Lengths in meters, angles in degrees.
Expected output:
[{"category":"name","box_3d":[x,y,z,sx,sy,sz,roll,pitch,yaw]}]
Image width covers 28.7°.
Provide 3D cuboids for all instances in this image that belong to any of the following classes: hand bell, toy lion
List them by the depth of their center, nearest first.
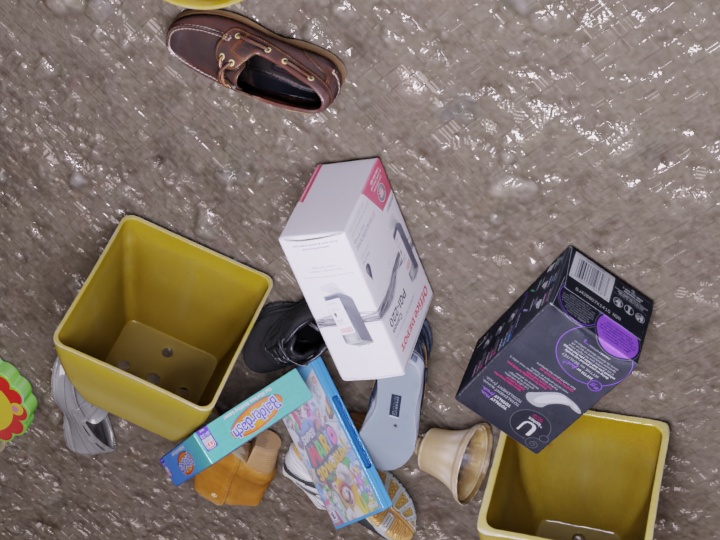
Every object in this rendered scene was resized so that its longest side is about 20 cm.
[{"category":"hand bell","box_3d":[0.055,0.215,1.764,0.199,0.104,0.105,15,133,26]},{"category":"toy lion","box_3d":[-0.560,0.183,1.991,0.199,0.069,0.193,26,126,0]}]

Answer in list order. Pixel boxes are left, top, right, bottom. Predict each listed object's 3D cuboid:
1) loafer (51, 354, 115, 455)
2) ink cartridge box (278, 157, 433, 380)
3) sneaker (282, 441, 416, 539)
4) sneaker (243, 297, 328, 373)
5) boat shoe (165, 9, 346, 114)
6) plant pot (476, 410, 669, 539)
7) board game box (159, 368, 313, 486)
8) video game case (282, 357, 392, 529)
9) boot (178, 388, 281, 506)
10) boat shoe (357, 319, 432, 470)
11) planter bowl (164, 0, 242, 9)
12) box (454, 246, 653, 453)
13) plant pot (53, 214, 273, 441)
[{"category":"loafer","box_3d":[-0.371,0.176,1.903,0.069,0.070,0.201,7,138,9]},{"category":"ink cartridge box","box_3d":[0.000,0.000,1.550,0.084,0.146,0.201,-5,126,24]},{"category":"sneaker","box_3d":[-0.015,0.292,1.859,0.200,0.076,0.088,40,138,0]},{"category":"sneaker","box_3d":[-0.081,0.080,1.688,0.076,0.091,0.200,40,132,-16]},{"category":"boat shoe","box_3d":[-0.116,-0.217,1.469,0.198,0.071,0.071,16,133,10]},{"category":"plant pot","box_3d":[0.253,0.301,1.679,0.194,0.195,0.201,9,139,14]},{"category":"board game box","box_3d":[-0.155,0.195,1.725,0.045,0.152,0.200,57,156,4]},{"category":"video game case","box_3d":[-0.040,0.215,1.741,0.201,0.018,0.143,64,149,6]},{"category":"boot","box_3d":[-0.210,0.246,1.890,0.200,0.071,0.145,23,130,-4]},{"category":"boat shoe","box_3d":[0.049,0.148,1.691,0.070,0.091,0.201,16,131,5]},{"category":"planter bowl","box_3d":[-0.157,-0.361,1.354,0.199,0.084,0.202,11,132,12]},{"category":"box","box_3d":[0.215,0.091,1.567,0.122,0.106,0.200,35,133,-6]},{"category":"plant pot","box_3d":[-0.242,0.091,1.705,0.199,0.201,0.177,23,145,2]}]
